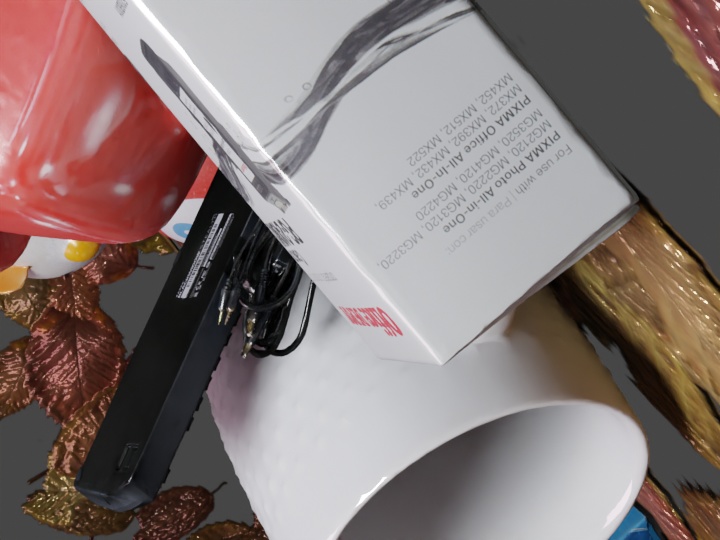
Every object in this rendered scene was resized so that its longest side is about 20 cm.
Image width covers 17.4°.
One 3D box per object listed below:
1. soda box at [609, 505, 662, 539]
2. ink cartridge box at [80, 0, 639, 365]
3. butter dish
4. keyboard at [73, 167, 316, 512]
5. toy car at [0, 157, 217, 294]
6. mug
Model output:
[{"bbox_3d":[0.088,0.122,1.279,0.200,0.068,0.064,42,172,49],"label":"soda box"},{"bbox_3d":[-0.016,-0.067,0.758,0.200,0.083,0.145,50,174,-4],"label":"ink cartridge box"},{"bbox_3d":[-0.101,-0.085,0.891,0.147,0.201,0.199,17,180,19],"label":"butter dish"},{"bbox_3d":[-0.040,0.002,0.878,0.040,0.201,0.104,26,171,-19],"label":"keyboard"},{"bbox_3d":[-0.156,-0.048,1.359,0.177,0.200,0.184,45,173,35],"label":"toy car"},{"bbox_3d":[0.014,0.021,0.926,0.176,0.147,0.200,59,150,36],"label":"mug"}]
